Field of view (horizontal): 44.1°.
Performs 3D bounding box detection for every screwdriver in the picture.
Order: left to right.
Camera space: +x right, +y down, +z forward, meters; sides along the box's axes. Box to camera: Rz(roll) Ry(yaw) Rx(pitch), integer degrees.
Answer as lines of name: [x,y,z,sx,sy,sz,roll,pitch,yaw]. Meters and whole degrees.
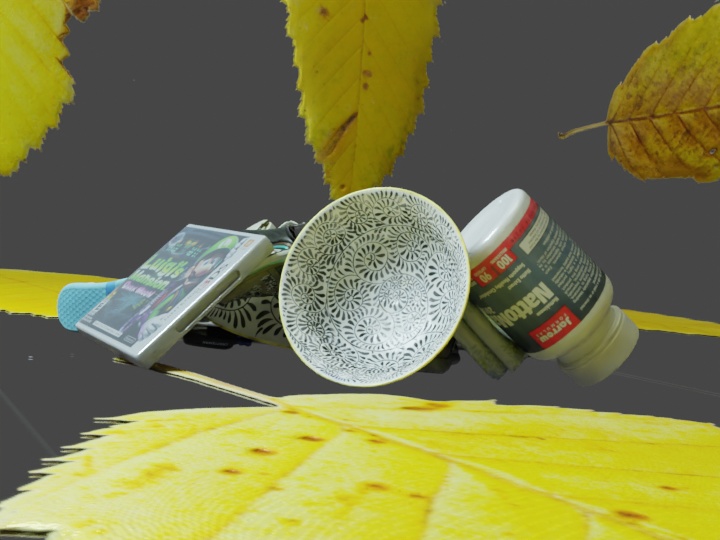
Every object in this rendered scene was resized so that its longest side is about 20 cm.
screwdriver: [-0.117,0.090,1.071,0.199,0.029,0.028,13,-3,-26]

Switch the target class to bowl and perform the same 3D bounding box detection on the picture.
bowl: [-0.080,0.030,1.077,0.199,0.095,0.201,14,5,-1]
bowl: [0.026,0.027,0.899,0.199,0.202,0.094,5,-15,24]

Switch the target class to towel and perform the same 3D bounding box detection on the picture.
towel: [0.117,0.035,1.023,0.200,0.048,0.171,49,11,9]

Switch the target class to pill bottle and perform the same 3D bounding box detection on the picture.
pill bottle: [0.194,0.023,0.939,0.200,0.120,0.120,43,-4,-8]

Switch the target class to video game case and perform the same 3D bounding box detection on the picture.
video game case: [-0.206,0.019,0.961,0.182,0.023,0.199,-45,28,-22]

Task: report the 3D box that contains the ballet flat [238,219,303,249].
ballet flat: [-0.130,-0.039,1.308,0.199,0.069,0.068,1,-41,46]

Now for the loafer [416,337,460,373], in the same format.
loafer: [0.083,0.075,1.039,0.074,0.070,0.200,4,2,4]

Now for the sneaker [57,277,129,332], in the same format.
sneaker: [-0.270,0.044,1.127,0.199,0.080,0.130,6,4,29]

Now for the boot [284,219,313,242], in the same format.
boot: [0.000,0.000,1.227,0.199,0.176,0.069,-7,-2,-28]

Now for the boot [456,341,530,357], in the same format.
boot: [0.166,0.075,1.183,0.198,0.075,0.097,2,4,15]

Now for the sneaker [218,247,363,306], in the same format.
sneaker: [-0.056,0.018,0.966,0.198,0.089,0.077,-17,-4,-11]

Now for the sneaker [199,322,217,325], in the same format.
sneaker: [-0.283,0.031,1.349,0.198,0.089,0.075,5,2,6]

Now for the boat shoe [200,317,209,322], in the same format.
boat shoe: [-0.213,0.036,1.202,0.200,0.066,0.073,-36,-29,33]
